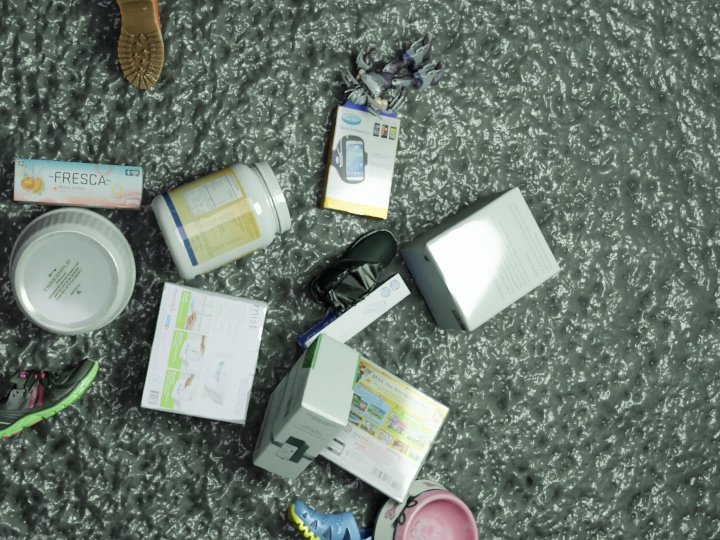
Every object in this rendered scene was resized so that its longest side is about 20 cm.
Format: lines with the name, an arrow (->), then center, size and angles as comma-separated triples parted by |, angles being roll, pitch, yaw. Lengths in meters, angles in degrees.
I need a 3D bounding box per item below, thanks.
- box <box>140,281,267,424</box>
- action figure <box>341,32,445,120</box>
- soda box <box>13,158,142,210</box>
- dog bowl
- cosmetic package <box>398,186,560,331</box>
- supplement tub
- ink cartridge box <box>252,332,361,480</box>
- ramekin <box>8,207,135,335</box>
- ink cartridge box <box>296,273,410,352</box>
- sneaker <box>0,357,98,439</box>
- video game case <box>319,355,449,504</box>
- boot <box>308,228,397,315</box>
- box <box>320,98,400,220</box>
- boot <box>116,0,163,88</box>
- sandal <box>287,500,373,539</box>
box -> -0.257, 0.134, 1.396 | 0.173, 0.097, 0.205 | 11, 86, -14
action figure -> 0.053, -0.338, 1.481 | 0.198, 0.069, 0.131 | -29, 79, -26
soda box -> -0.453, -0.138, 1.367 | 0.195, 0.063, 0.070 | 3, 89, -15
dog bowl -> 0.121, 0.470, 1.470 | 0.197, 0.073, 0.205 | 4, 83, -30
cosmetic package -> 0.203, -0.018, 1.477 | 0.198, 0.165, 0.167 | -30, 96, -13
supplement tub -> -0.225, -0.087, 1.382 | 0.197, 0.144, 0.147 | -24, 95, -13
ink cartridge box -> -0.088, 0.222, 1.366 | 0.082, 0.201, 0.148 | 27, 44, -14
ramekin -> -0.454, 0.009, 1.332 | 0.198, 0.094, 0.207 | -3, 102, -13
ink cartridge box -> -0.014, 0.079, 1.459 | 0.199, 0.094, 0.045 | -36, 97, -12
sneaker -> -0.510, 0.191, 1.343 | 0.197, 0.077, 0.085 | -29, 100, -14
video game case -> 0.029, 0.270, 1.466 | 0.198, 0.023, 0.184 | 29, 74, 4
boot -> 0.000, -0.001, 1.428 | 0.197, 0.162, 0.074 | -36, 99, -12
box -> 0.001, -0.199, 1.495 | 0.116, 0.041, 0.205 | 10, 85, -14
boot -> -0.356, -0.407, 1.391 | 0.073, 0.108, 0.204 | 1, 117, -5
sandal -> -0.041, 0.451, 1.462 | 0.199, 0.079, 0.088 | 41, 77, -19
